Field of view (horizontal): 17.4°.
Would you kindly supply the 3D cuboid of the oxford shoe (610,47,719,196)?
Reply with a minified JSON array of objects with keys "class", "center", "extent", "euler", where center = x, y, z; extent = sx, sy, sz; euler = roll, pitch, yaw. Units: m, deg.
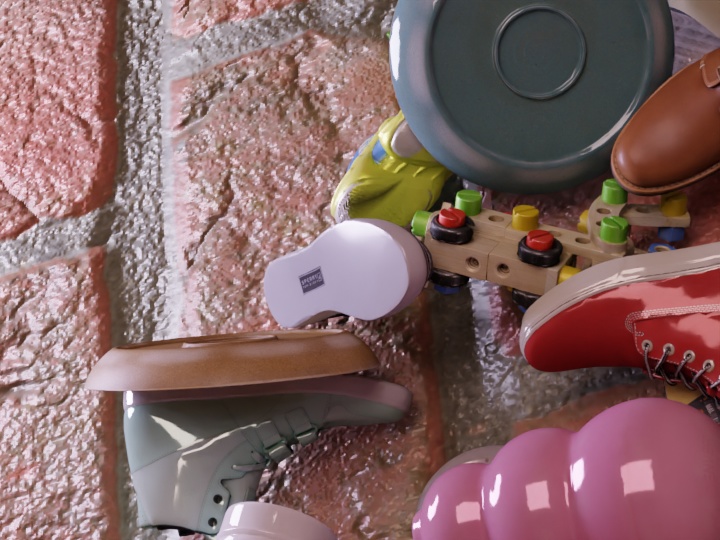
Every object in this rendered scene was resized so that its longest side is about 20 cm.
[{"class":"oxford shoe","center":[0.246,-0.123,1.550],"extent":[0.200,0.071,0.071],"euler":[-37,75,4]}]

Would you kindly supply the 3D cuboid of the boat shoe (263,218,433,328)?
[{"class":"boat shoe","center":[0.000,0.000,1.608],"extent":[0.200,0.057,0.069],"euler":[-13,89,61]}]

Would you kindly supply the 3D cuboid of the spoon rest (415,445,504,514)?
[{"class":"spoon rest","center":[0.086,0.191,1.512],"extent":[0.099,0.061,0.200],"euler":[-19,40,12]}]

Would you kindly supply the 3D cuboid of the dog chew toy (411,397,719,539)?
[{"class":"dog chew toy","center":[0.129,0.146,1.422],"extent":[0.200,0.125,0.125],"euler":[-10,56,19]}]

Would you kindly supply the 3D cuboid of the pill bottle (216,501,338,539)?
[{"class":"pill bottle","center":[-0.076,0.254,1.504],"extent":[0.109,0.109,0.200],"euler":[2,60,26]}]

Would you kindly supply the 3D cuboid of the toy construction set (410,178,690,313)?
[{"class":"toy construction set","center":[0.113,-0.019,1.590],"extent":[0.200,0.092,0.131],"euler":[1,24,26]}]

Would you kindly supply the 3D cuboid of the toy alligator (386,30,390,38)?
[{"class":"toy alligator","center":[0.076,-0.140,1.724],"extent":[0.059,0.054,0.200],"euler":[-43,52,-5]}]

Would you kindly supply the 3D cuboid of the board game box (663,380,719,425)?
[{"class":"board game box","center":[0.266,0.104,1.489],"extent":[0.135,0.035,0.200],"euler":[-15,54,16]}]

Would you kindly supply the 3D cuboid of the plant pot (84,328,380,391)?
[{"class":"plant pot","center":[-0.087,0.059,1.590],"extent":[0.200,0.200,0.027],"euler":[-4,92,23]}]

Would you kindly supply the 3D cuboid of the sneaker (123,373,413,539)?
[{"class":"sneaker","center":[-0.060,0.132,1.612],"extent":[0.200,0.074,0.118],"euler":[-5,80,7]}]

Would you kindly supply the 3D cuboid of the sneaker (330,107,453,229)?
[{"class":"sneaker","center":[0.053,-0.105,1.675],"extent":[0.200,0.076,0.105],"euler":[-41,15,3]}]

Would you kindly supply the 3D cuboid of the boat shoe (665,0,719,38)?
[{"class":"boat shoe","center":[0.243,-0.204,1.639],"extent":[0.200,0.071,0.063],"euler":[17,29,22]}]

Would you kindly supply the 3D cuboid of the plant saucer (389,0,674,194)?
[{"class":"plant saucer","center":[0.120,-0.149,1.607],"extent":[0.200,0.200,0.027],"euler":[-37,12,-1]}]

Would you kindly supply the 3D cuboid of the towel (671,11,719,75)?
[{"class":"towel","center":[0.228,-0.152,1.674],"extent":[0.200,0.034,0.133],"euler":[19,68,33]}]

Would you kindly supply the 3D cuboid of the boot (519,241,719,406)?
[{"class":"boot","center":[0.202,0.062,1.481],"extent":[0.200,0.072,0.144],"euler":[-15,55,12]}]
